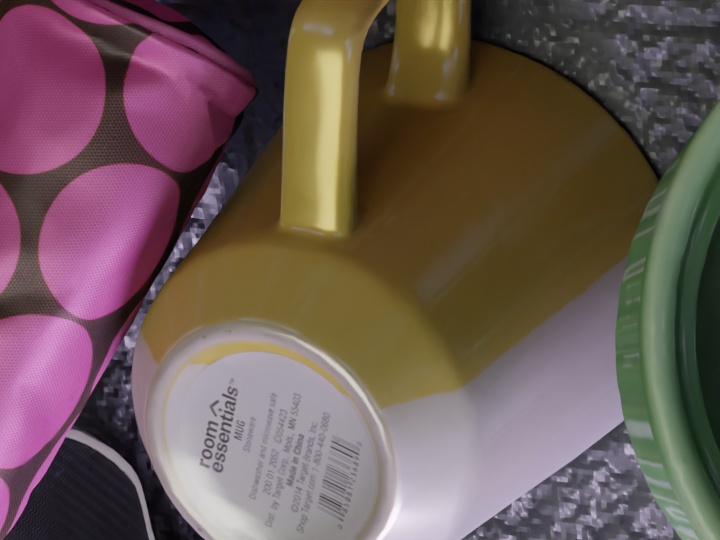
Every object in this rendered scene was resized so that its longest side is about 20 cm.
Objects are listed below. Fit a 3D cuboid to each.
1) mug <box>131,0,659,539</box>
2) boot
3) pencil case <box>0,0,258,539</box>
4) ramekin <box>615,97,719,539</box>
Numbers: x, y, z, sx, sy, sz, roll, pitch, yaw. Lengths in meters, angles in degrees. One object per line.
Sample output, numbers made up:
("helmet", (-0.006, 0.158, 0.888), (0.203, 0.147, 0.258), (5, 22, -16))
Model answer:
("mug", (-0.004, 0.007, 0.914), (0.149, 0.153, 0.187), (-23, 101, 34))
("boot", (-0.142, 0.093, 1.029), (0.144, 0.073, 0.200), (16, 158, 22))
("pencil case", (-0.116, 0.002, 0.885), (0.094, 0.091, 0.200), (33, 91, 20))
("ramekin", (0.165, 0.020, 0.815), (0.199, 0.098, 0.201), (0, 87, -7))
